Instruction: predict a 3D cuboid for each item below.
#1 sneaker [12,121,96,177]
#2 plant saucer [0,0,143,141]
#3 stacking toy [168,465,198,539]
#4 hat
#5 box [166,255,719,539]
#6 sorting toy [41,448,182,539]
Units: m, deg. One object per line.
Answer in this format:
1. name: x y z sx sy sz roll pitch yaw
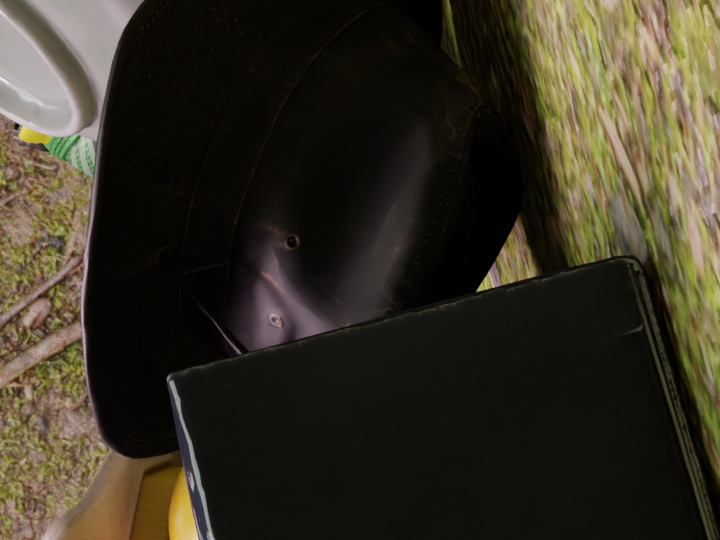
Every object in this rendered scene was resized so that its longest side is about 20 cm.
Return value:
1. sneaker: -0.083 -0.106 1.098 0.078 0.085 0.200 -64 4 -36
2. plant saucer: -0.134 -0.105 0.982 0.199 0.050 0.200 33 159 14
3. stacking toy: -0.030 0.108 1.041 0.146 0.145 0.201 -122 11 -74
4. hat: -0.001 -0.020 0.737 0.081 0.201 0.201 27 150 25
5. box: 0.032 0.121 0.669 0.200 0.123 0.198 99 158 -78
6. sorting toy: -0.070 0.126 1.123 0.200 0.036 0.186 -58 -33 -51
